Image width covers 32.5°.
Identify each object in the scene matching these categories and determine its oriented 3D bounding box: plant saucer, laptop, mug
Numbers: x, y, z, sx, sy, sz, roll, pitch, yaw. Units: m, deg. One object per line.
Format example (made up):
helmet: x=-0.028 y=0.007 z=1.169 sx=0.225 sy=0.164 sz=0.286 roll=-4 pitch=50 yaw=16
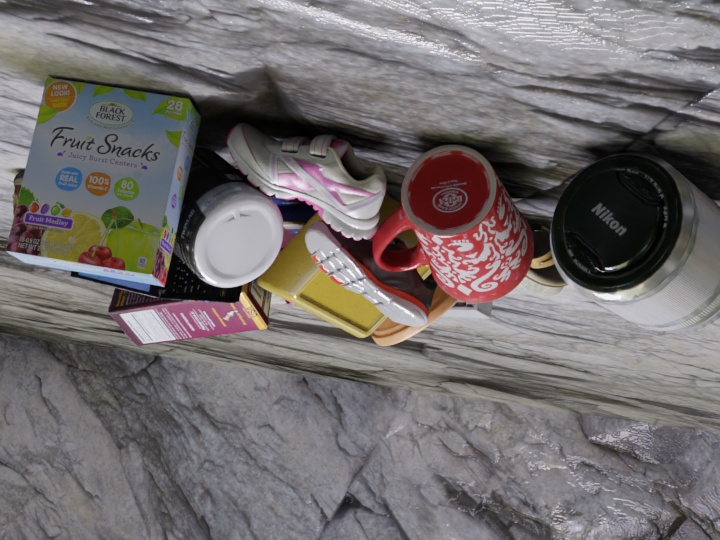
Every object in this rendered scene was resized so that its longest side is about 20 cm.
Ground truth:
plant saucer: x=0.000 y=0.000 z=1.606 sx=0.199 sy=0.049 sz=0.200 roll=29 pitch=115 yaw=-37
laptop: x=-0.242 y=-0.060 z=1.561 sx=0.199 sy=0.179 sz=0.103 roll=3 pitch=166 yaw=32
plant saucer: x=0.088 y=0.024 z=1.735 sx=0.038 sy=0.200 sz=0.200 roll=49 pitch=155 yaw=-15
mug: x=0.105 y=-0.042 z=1.420 sx=0.134 sy=0.177 sz=0.200 roll=51 pitch=180 yaw=24

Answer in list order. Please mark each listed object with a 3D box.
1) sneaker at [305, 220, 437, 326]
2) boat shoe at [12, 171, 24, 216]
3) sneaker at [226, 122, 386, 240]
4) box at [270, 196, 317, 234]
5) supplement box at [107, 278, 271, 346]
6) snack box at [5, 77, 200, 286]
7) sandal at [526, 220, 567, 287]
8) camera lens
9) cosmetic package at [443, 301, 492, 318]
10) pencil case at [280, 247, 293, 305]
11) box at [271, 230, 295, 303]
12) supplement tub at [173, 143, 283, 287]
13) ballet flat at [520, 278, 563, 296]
sneaker: x=0.016 y=-0.012 z=1.535 sx=0.200 sy=0.082 sz=0.077 roll=39 pitch=157 yaw=-27
boat shoe: x=-0.413 y=-0.092 z=1.796 sx=0.198 sy=0.074 sz=0.076 roll=7 pitch=168 yaw=12
sneaker: x=-0.053 y=-0.120 z=1.392 sx=0.199 sy=0.089 sz=0.081 roll=27 pitch=-153 yaw=-5
box: x=-0.040 y=-0.062 z=1.745 sx=0.120 sy=0.033 sz=0.200 roll=0 pitch=164 yaw=38
supplement box: x=-0.222 y=0.023 z=1.649 sx=0.198 sy=0.111 sz=0.086 roll=-9 pitch=140 yaw=19
snack box: x=-0.279 y=-0.097 z=1.353 sx=0.167 sy=0.202 sz=0.068 roll=8 pitch=168 yaw=7
sandal: x=0.222 y=-0.035 z=1.590 sx=0.199 sy=0.081 sz=0.054 roll=22 pitch=142 yaw=-32
camera lens: x=0.308 y=-0.026 z=1.318 sx=0.159 sy=0.161 sz=0.199 roll=0 pitch=165 yaw=38
cosmetic package: x=0.111 y=0.026 z=1.916 sx=0.199 sy=0.083 sz=0.051 roll=0 pitch=163 yaw=36
pencil case: x=-0.013 y=-0.007 z=1.682 sx=0.198 sy=0.089 sz=0.088 roll=-12 pitch=172 yaw=-11
box: x=-0.170 y=-0.027 z=1.821 sx=0.127 sy=0.110 sz=0.200 roll=-1 pitch=164 yaw=35
supplement tub: x=-0.185 y=-0.073 z=1.451 sx=0.122 sy=0.123 sz=0.200 roll=20 pitch=-167 yaw=-41
ballet flat: x=0.231 y=-0.011 z=1.690 sx=0.199 sy=0.068 sz=0.062 roll=19 pitch=155 yaw=-39
